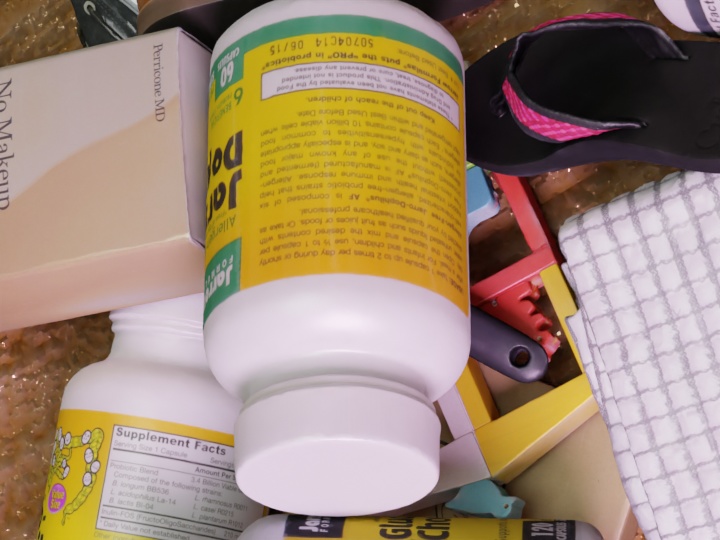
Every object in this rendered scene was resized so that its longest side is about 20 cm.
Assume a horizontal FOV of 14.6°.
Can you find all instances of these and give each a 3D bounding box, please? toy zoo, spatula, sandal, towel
[{"bbox_3d":[0.032,0.022,1.259,0.131,0.020,0.201,-29,67,14],"label":"toy zoo"},{"bbox_3d":[0.000,0.000,1.255,0.199,0.021,0.057,30,88,27],"label":"spatula"},{"bbox_3d":[0.100,-0.079,1.185,0.199,0.045,0.075,5,66,51],"label":"sandal"},{"bbox_3d":[0.185,0.046,1.164,0.165,0.085,0.201,-25,77,20],"label":"towel"}]

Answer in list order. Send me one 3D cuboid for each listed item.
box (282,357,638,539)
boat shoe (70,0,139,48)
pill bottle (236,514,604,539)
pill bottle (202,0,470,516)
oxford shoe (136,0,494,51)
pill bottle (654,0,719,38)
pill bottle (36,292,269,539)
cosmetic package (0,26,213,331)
[{"bbox_3d":[0.036,0.137,1.270,0.163,0.021,0.201,20,94,26],"label":"box"},{"bbox_3d":[-0.103,-0.115,1.335,0.200,0.069,0.057,41,104,21],"label":"boat shoe"},{"bbox_3d":[0.003,0.158,1.179,0.199,0.112,0.113,1,86,3],"label":"pill bottle"},{"bbox_3d":[-0.010,-0.005,1.179,0.112,0.113,0.201,-14,61,25],"label":"pill bottle"},{"bbox_3d":[-0.007,-0.148,1.268,0.199,0.071,0.072,-10,58,1],"label":"oxford shoe"},{"bbox_3d":[0.179,-0.153,1.165,0.199,0.119,0.120,9,90,27],"label":"pill bottle"},{"bbox_3d":[-0.093,0.109,1.285,0.104,0.104,0.201,5,80,27],"label":"pill bottle"},{"bbox_3d":[-0.152,-0.033,1.262,0.199,0.071,0.106,-13,71,20],"label":"cosmetic package"}]
